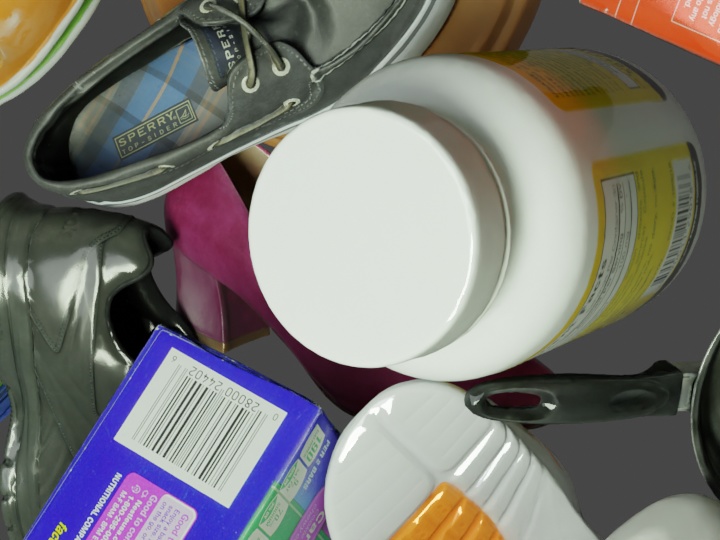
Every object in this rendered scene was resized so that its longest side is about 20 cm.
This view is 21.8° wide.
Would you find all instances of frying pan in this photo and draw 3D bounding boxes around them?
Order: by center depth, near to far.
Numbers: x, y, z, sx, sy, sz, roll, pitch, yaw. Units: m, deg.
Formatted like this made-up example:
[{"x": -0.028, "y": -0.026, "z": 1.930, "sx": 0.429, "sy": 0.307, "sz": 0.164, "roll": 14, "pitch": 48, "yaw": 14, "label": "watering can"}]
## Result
[{"x": 0.137, "y": 0.056, "z": 0.675, "sx": 0.188, "sy": 0.031, "sz": 0.116, "roll": -19, "pitch": 113, "yaw": -3, "label": "frying pan"}]

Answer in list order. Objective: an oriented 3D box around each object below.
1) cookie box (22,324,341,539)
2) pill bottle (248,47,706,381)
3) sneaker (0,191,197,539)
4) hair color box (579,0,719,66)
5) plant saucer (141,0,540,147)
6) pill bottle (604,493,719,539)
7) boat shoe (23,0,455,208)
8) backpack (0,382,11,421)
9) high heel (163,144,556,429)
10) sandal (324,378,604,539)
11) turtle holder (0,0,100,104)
[{"x": -0.063, "y": 0.138, "z": 0.711, "sx": 0.075, "sy": 0.200, "sz": 0.172, "roll": 27, "pitch": 76, "yaw": 21, "label": "cookie box"}, {"x": 0.044, "y": -0.022, "z": 0.664, "sx": 0.110, "sy": 0.200, "sz": 0.113, "roll": 4, "pitch": 98, "yaw": 27, "label": "pill bottle"}, {"x": -0.109, "y": 0.064, "z": 0.809, "sx": 0.090, "sy": 0.076, "sz": 0.202, "roll": 2, "pitch": 121, "yaw": 16, "label": "sneaker"}, {"x": 0.186, "y": -0.080, "z": 0.639, "sx": 0.199, "sy": 0.101, "sz": 0.062, "roll": 27, "pitch": 108, "yaw": 22, "label": "hair color box"}, {"x": -0.017, "y": -0.146, "z": 0.772, "sx": 0.198, "sy": 0.037, "sz": 0.203, "roll": 4, "pitch": 99, "yaw": 28, "label": "plant saucer"}, {"x": 0.157, "y": 0.180, "z": 0.655, "sx": 0.200, "sy": 0.110, "sz": 0.110, "roll": 40, "pitch": 115, "yaw": -8, "label": "pill bottle"}, {"x": -0.053, "y": -0.084, "z": 0.737, "sx": 0.199, "sy": 0.066, "sz": 0.071, "roll": -25, "pitch": 84, "yaw": 24, "label": "boat shoe"}, {"x": -0.249, "y": 0.038, "z": 0.841, "sx": 0.198, "sy": 0.183, "sz": 0.148, "roll": 6, "pitch": 123, "yaw": 28, "label": "backpack"}, {"x": 0.000, "y": 0.000, "z": 0.767, "sx": 0.199, "sy": 0.067, "sz": 0.097, "roll": 20, "pitch": 117, "yaw": 37, "label": "high heel"}, {"x": 0.052, "y": 0.103, "z": 0.715, "sx": 0.079, "sy": 0.207, "sz": 0.059, "roll": -39, "pitch": 36, "yaw": 9, "label": "sandal"}, {"x": -0.186, "y": -0.144, "z": 0.793, "sx": 0.184, "sy": 0.141, "sz": 0.133, "roll": 20, "pitch": 98, "yaw": 31, "label": "turtle holder"}]
